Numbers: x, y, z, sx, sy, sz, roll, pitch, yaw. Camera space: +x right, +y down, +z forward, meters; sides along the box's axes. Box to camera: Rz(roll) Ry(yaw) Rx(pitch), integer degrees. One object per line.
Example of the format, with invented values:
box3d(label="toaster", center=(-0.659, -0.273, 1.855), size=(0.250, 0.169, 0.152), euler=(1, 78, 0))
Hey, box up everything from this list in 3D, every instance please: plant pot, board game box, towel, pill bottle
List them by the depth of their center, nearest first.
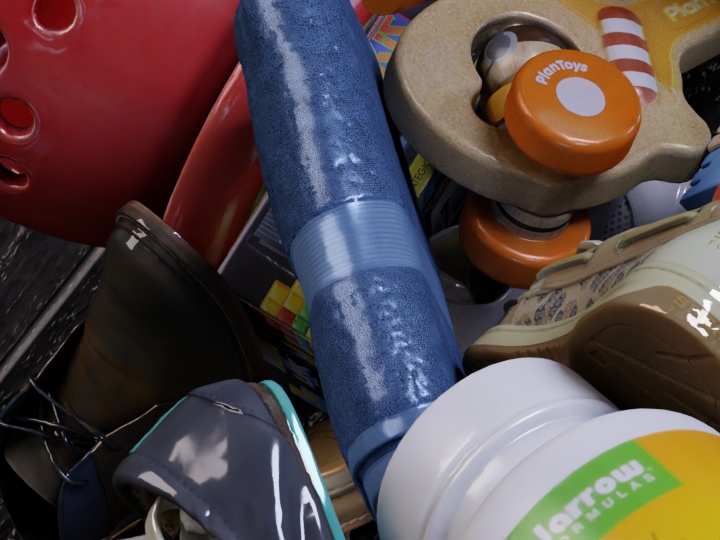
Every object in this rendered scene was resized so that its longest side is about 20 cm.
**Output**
box3d(label="pill bottle", center=(0.091, 0.109, 0.840), size=(0.111, 0.111, 0.200), euler=(-51, 46, 4))
box3d(label="towel", center=(0.000, 0.000, 1.025), size=(0.048, 0.112, 0.201), euler=(-17, 67, 4))
box3d(label="board game box", center=(0.020, -0.048, 1.190), size=(0.200, 0.057, 0.165), euler=(-58, -8, -10))
box3d(label="plant pot", center=(-0.087, -0.101, 1.198), size=(0.201, 0.182, 0.201), euler=(-58, -10, -17))

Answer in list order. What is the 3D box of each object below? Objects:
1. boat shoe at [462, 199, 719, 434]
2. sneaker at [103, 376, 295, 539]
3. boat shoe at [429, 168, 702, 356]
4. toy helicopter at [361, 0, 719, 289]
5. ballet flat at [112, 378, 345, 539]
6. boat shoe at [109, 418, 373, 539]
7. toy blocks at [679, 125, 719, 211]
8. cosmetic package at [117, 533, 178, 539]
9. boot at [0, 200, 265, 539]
box3d(label="boat shoe", center=(0.091, 0.023, 0.947), size=(0.063, 0.073, 0.200), euler=(-49, 8, -18))
box3d(label="sneaker", center=(-0.062, 0.041, 1.291), size=(0.083, 0.072, 0.201), euler=(-8, 51, 54))
box3d(label="boat shoe", center=(0.045, 0.011, 1.149), size=(0.200, 0.069, 0.071), euler=(-45, 30, 20))
box3d(label="toy helicopter", center=(0.091, -0.087, 1.084), size=(0.199, 0.132, 0.079), euler=(-24, -29, -32))
box3d(label="ballet flat", center=(-0.014, 0.127, 0.865), size=(0.073, 0.201, 0.073), euler=(-28, -14, -7))
box3d(label="boat shoe", center=(-0.035, 0.111, 1.165), size=(0.074, 0.069, 0.200), euler=(-34, 4, -37))
box3d(label="toy blocks", center=(0.168, -0.041, 1.001), size=(0.137, 0.100, 0.200), euler=(-28, 24, 57))
box3d(label="cosmetic package", center=(-0.076, 0.203, 0.984), size=(0.200, 0.122, 0.200), euler=(-67, 11, -12))
box3d(label="boot", center=(-0.093, 0.052, 1.131), size=(0.097, 0.075, 0.200), euler=(-43, -20, -19))
